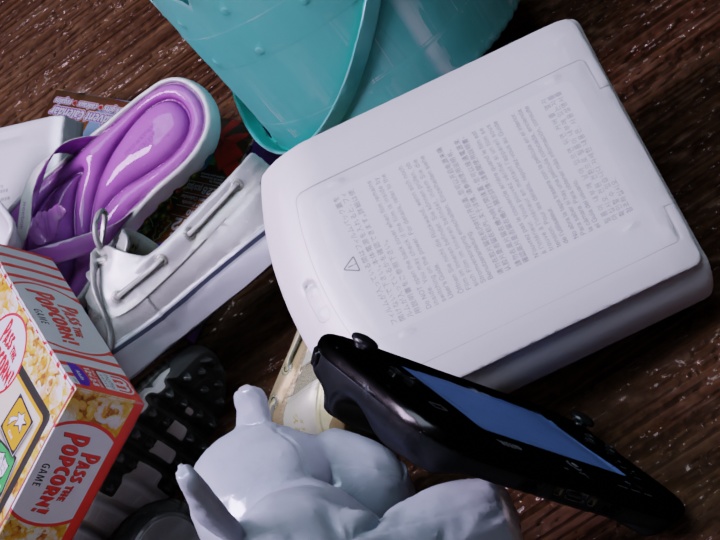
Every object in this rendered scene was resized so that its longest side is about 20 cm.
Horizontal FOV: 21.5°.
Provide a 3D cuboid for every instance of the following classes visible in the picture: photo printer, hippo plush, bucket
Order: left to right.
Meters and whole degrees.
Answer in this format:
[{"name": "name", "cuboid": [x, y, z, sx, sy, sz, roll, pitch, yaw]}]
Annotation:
[{"name": "hippo plush", "cuboid": [-0.029, 0.151, 0.923, 0.161, 0.198, 0.161, -147, 66, -64]}, {"name": "bucket", "cuboid": [-0.014, -0.170, 1.101, 0.206, 0.135, 0.208, -32, 23, 15]}, {"name": "photo printer", "cuboid": [0.056, -0.017, 0.970, 0.199, 0.070, 0.167, -26, 69, -2]}]

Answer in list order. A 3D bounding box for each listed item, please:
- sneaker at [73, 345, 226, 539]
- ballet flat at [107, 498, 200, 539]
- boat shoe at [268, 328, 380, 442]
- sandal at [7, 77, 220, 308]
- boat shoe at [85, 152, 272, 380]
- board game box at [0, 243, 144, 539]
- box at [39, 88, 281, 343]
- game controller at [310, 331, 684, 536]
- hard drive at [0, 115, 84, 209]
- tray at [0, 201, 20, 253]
[{"name": "sneaker", "cuboid": [-0.158, 0.118, 1.088, 0.090, 0.066, 0.201, 28, 81, 42]}, {"name": "ballet flat", "cuboid": [-0.149, 0.213, 1.035, 0.200, 0.066, 0.057, -52, 4, -8]}, {"name": "boat shoe", "cuboid": [0.001, 0.002, 1.055, 0.063, 0.073, 0.202, 4, 69, 32]}, {"name": "sandal", "cuboid": [-0.170, -0.041, 1.130, 0.203, 0.050, 0.082, -48, 65, 3]}, {"name": "boat shoe", "cuboid": [-0.126, 0.004, 1.081, 0.201, 0.086, 0.075, -38, 1, 7]}, {"name": "board game box", "cuboid": [-0.206, 0.109, 1.043, 0.201, 0.046, 0.152, -60, 39, 17]}, {"name": "box", "cuboid": [-0.153, -0.040, 1.214, 0.199, 0.039, 0.138, 12, 69, 40]}, {"name": "game controller", "cuboid": [0.066, 0.076, 0.868, 0.104, 0.199, 0.042, 23, 92, 45]}, {"name": "hard drive", "cuboid": [-0.235, 0.010, 1.201, 0.131, 0.026, 0.202, -8, 73, 37]}, {"name": "tray", "cuboid": [-0.247, 0.033, 1.142, 0.107, 0.022, 0.201, 47, 123, 46]}]
